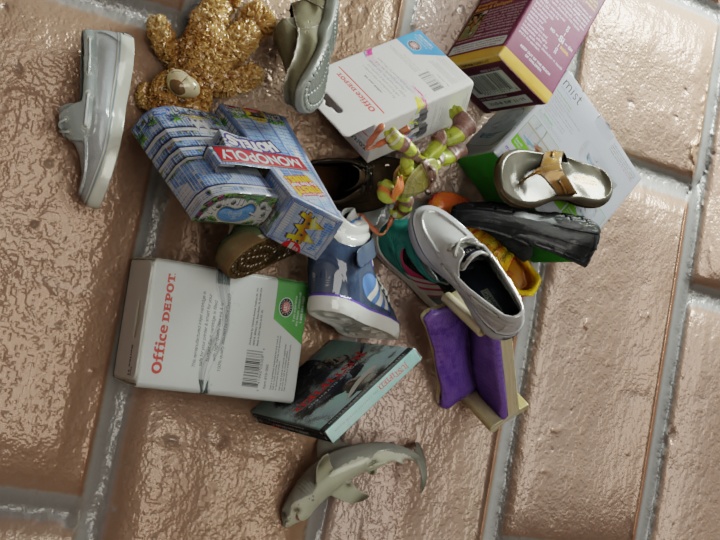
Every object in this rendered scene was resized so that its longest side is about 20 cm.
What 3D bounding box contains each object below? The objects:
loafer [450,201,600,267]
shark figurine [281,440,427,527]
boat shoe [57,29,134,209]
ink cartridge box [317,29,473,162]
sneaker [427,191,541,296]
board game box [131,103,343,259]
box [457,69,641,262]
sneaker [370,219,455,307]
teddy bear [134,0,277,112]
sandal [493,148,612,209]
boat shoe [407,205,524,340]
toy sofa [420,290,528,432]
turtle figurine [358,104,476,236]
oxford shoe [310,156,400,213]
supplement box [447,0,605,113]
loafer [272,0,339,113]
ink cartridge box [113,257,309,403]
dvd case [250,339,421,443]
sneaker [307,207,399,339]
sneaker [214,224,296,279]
[{"bbox_3d":[0.212,-0.046,1.446,0.200,0.068,0.070,9,102,-9],"label":"loafer"},{"bbox_3d":[-0.007,0.231,1.400,0.214,0.090,0.128,-16,132,-21],"label":"shark figurine"},{"bbox_3d":[-0.299,-0.170,1.236,0.071,0.070,0.201,10,82,-18],"label":"boat shoe"},{"bbox_3d":[0.025,-0.211,1.385,0.200,0.068,0.115,-26,60,-27],"label":"ink cartridge box"},{"bbox_3d":[0.170,-0.040,1.496,0.200,0.077,0.073,39,74,-23],"label":"sneaker"},{"bbox_3d":[-0.119,-0.102,1.233,0.200,0.200,0.062,3,130,-49],"label":"board game box"},{"bbox_3d":[0.262,-0.141,1.536,0.177,0.097,0.200,-49,112,-21],"label":"box"},{"bbox_3d":[0.118,-0.002,1.440,0.200,0.121,0.084,35,74,-26],"label":"sneaker"},{"bbox_3d":[-0.176,-0.254,1.300,0.200,0.067,0.145,-41,107,-23],"label":"teddy bear"},{"bbox_3d":[0.255,-0.119,1.436,0.200,0.055,0.082,6,68,-29],"label":"sandal"},{"bbox_3d":[0.131,-0.010,1.336,0.074,0.065,0.200,-34,71,-20],"label":"boat shoe"},{"bbox_3d":[0.149,0.116,1.430,0.098,0.083,0.200,-28,135,-17],"label":"toy sofa"},{"bbox_3d":[0.072,-0.130,1.347,0.161,0.064,0.200,-41,150,-25],"label":"turtle figurine"},{"bbox_3d":[-0.004,-0.108,1.392,0.200,0.084,0.073,-9,93,-31],"label":"oxford shoe"},{"bbox_3d":[0.220,-0.321,1.492,0.103,0.131,0.200,39,73,-26],"label":"supplement box"},{"bbox_3d":[-0.071,-0.256,1.322,0.070,0.075,0.200,7,42,3],"label":"loafer"},{"bbox_3d":[-0.172,0.069,1.295,0.200,0.083,0.147,11,85,-31],"label":"ink cartridge box"},{"bbox_3d":[-0.033,0.136,1.309,0.146,0.200,0.022,-41,110,-22],"label":"dvd case"},{"bbox_3d":[0.000,0.000,1.369,0.200,0.080,0.147,32,61,-61],"label":"sneaker"},{"bbox_3d":[-0.128,-0.051,1.286,0.090,0.067,0.200,44,25,10],"label":"sneaker"}]
